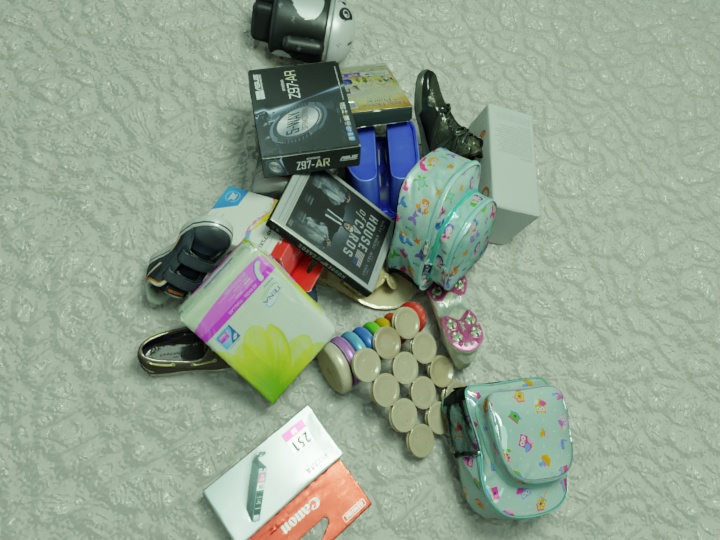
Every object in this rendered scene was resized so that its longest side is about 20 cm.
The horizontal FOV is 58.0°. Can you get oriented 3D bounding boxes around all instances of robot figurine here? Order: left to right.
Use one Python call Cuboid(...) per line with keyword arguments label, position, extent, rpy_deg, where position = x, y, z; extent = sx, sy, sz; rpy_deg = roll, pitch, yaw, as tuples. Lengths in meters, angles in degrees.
Cuboid(label="robot figurine", position=(-0.106, -0.463, 1.223), extent=(0.193, 0.125, 0.155), rpy_deg=(10, 84, -7))

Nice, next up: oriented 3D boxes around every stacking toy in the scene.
Cuboid(label="stacking toy", position=(0.029, 0.114, 1.049), extent=(0.197, 0.086, 0.087), rpy_deg=(-27, 75, -26))

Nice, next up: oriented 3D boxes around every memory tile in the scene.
Cuboid(label="memory tile", position=(0.082, 0.173, 1.020), extent=(0.153, 0.017, 0.202), rpy_deg=(-42, 102, -30))

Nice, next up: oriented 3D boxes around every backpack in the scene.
Cuboid(label="backpack", position=(0.131, -0.084, 1.047), extent=(0.148, 0.205, 0.177), rpy_deg=(24, 43, 29))
Cuboid(label="backpack", position=(0.231, 0.271, 0.983), extent=(0.171, 0.153, 0.207), rpy_deg=(-1, 77, -24))

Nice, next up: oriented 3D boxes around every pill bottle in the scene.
Cuboid(label="pill bottle", position=(-0.118, -0.206, 1.122), extent=(0.110, 0.114, 0.206), rpy_deg=(10, 65, -7))

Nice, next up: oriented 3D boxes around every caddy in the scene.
Cuboid(label="caddy", position=(0.039, -0.181, 1.150), extent=(0.136, 0.106, 0.205), rpy_deg=(-3, 53, 2))

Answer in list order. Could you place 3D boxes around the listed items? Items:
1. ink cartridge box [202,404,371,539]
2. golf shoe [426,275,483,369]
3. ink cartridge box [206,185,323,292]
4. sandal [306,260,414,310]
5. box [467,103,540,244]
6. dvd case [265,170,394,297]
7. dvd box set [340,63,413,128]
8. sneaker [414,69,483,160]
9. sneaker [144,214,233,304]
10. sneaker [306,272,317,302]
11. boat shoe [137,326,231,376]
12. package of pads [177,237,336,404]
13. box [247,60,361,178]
Cuboid(label="ink cartridge box", position=(-0.102, 0.331, 0.948), extent=(0.198, 0.044, 0.175), rpy_deg=(-35, 77, -22))
Cuboid(label="golf shoe", position=(0.151, 0.073, 1.094), extent=(0.073, 0.093, 0.204), rpy_deg=(-6, 47, -2))
Cuboid(label="ink cartridge box", position=(-0.149, -0.051, 1.038), extent=(0.194, 0.068, 0.118), rpy_deg=(16, 51, 15))
Cuboid(label="sandal", position=(-0.001, 0.005, 1.086), extent=(0.205, 0.070, 0.080), rpy_deg=(18, 65, -4))
Cuboid(label="box", position=(0.245, -0.171, 1.172), extent=(0.094, 0.124, 0.206), rpy_deg=(10, 67, -17))
Cuboid(label="dvd case", position=(-0.040, -0.073, 1.032), extent=(0.198, 0.025, 0.153), rpy_deg=(35, 53, -16))
Cuboid(label="dvd box set", position=(0.003, -0.320, 1.182), extent=(0.141, 0.030, 0.202), rpy_deg=(-9, 40, -9))
Cuboid(label="sneaker", position=(0.156, -0.249, 1.127), extent=(0.076, 0.111, 0.206), rpy_deg=(-28, 111, -53))
Cuboid(label="sneaker", position=(-0.258, -0.008, 0.978), extent=(0.077, 0.198, 0.082), rpy_deg=(25, 51, -34))
Cuboid(label="sneaker", position=(-0.166, 0.035, 1.051), extent=(0.193, 0.071, 0.084), rpy_deg=(8, 50, -11))
Cuboid(label="boat shoe", position=(-0.241, 0.116, 0.997), extent=(0.194, 0.060, 0.074), rpy_deg=(-8, 70, -15))
Cuboid(label="package of pads", position=(-0.147, 0.072, 0.960), extent=(0.155, 0.068, 0.201), rpy_deg=(-45, 115, -6))
Cuboid(label="box", position=(-0.094, -0.248, 1.049), extent=(0.155, 0.044, 0.205), rpy_deg=(-8, 57, -9))
